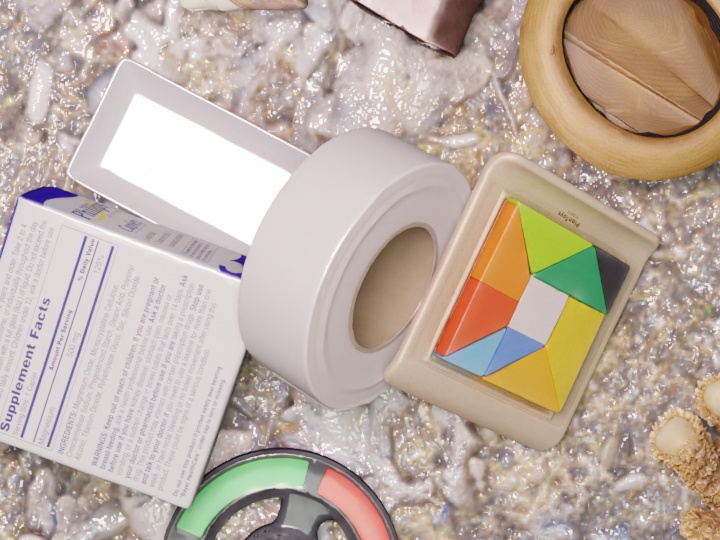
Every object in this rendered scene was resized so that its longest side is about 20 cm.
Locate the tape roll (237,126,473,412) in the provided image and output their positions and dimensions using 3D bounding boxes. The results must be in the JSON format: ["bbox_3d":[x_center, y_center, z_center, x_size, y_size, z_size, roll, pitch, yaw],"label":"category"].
[{"bbox_3d":[0.000,0.000,1.147,0.070,0.202,0.204,28,93,29],"label":"tape roll"}]

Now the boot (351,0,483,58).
[{"bbox_3d":[0.035,-0.283,1.191,0.199,0.072,0.168,32,89,-8],"label":"boot"}]

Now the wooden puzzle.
[{"bbox_3d":[0.132,0.031,1.196,0.184,0.037,0.202,25,95,-33],"label":"wooden puzzle"}]

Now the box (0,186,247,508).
[{"bbox_3d":[-0.189,0.055,1.184,0.198,0.105,0.186,20,100,-3],"label":"box"}]

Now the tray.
[{"bbox_3d":[-0.125,-0.077,1.228,0.198,0.022,0.108,28,94,-3],"label":"tray"}]

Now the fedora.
[{"bbox_3d":[0.219,-0.166,1.202,0.197,0.082,0.204,0,91,3],"label":"fedora"}]

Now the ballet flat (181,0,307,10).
[{"bbox_3d":[-0.133,-0.245,1.193,0.199,0.068,0.068,37,105,4],"label":"ballet flat"}]

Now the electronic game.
[{"bbox_3d":[-0.064,0.244,1.242,0.197,0.042,0.203,0,94,-1],"label":"electronic game"}]

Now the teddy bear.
[{"bbox_3d":[0.322,0.177,1.244,0.199,0.067,0.146,34,83,3],"label":"teddy bear"}]
